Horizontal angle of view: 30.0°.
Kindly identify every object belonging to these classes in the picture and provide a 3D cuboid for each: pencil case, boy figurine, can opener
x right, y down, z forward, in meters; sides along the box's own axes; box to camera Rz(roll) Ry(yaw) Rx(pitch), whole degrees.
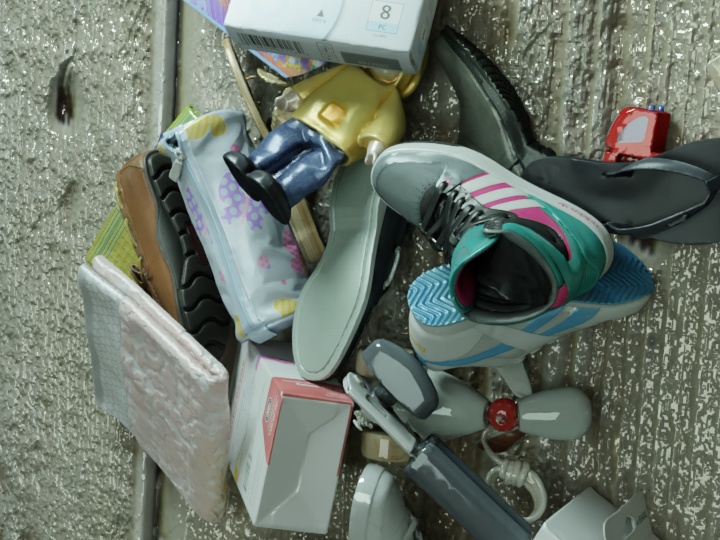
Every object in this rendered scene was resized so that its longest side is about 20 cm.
[{"bbox_3d":[-0.105,-0.039,1.166,0.082,0.091,0.202,-23,90,14],"label":"pencil case"},{"bbox_3d":[-0.012,-0.125,1.102,0.200,0.065,0.124,-42,54,-10],"label":"boy figurine"},{"bbox_3d":[0.063,0.144,1.056,0.066,0.053,0.200,-43,89,13],"label":"can opener"}]

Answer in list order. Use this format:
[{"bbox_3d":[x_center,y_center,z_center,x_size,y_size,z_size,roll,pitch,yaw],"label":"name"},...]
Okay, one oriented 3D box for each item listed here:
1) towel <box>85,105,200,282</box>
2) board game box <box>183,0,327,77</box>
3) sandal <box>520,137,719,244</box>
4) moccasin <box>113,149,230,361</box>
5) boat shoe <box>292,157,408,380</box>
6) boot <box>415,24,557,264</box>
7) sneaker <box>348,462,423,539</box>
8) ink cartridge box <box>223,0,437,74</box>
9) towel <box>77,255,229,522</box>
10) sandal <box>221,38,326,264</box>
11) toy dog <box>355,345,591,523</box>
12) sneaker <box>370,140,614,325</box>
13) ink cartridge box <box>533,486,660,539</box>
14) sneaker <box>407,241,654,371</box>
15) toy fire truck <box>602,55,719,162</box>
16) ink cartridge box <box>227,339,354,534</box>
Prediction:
[{"bbox_3d":[-0.168,-0.036,1.259,0.143,0.023,0.201,41,110,18],"label":"towel"},{"bbox_3d":[-0.073,-0.271,1.158,0.199,0.039,0.159,38,97,18],"label":"board game box"},{"bbox_3d":[0.212,-0.054,0.999,0.198,0.043,0.077,-4,95,25],"label":"sandal"},{"bbox_3d":[-0.175,-0.005,1.214,0.077,0.073,0.203,-25,87,39],"label":"moccasin"},{"bbox_3d":[0.000,0.000,1.123,0.075,0.060,0.202,11,79,41],"label":"boat shoe"},{"bbox_3d":[0.083,-0.087,1.097,0.130,0.068,0.201,-35,81,18],"label":"boot"},{"bbox_3d":[0.054,0.246,1.124,0.114,0.074,0.202,11,132,21],"label":"sneaker"},{"bbox_3d":[-0.008,-0.268,1.093,0.158,0.047,0.202,10,77,17],"label":"ink cartridge box"},{"bbox_3d":[-0.183,0.108,1.205,0.191,0.032,0.201,39,144,28],"label":"towel"},{"bbox_3d":[-0.052,-0.115,1.176,0.069,0.078,0.214,-21,80,1],"label":"sandal"},{"bbox_3d":[0.087,0.113,1.124,0.198,0.096,0.133,23,102,7],"label":"toy dog"},{"bbox_3d":[0.079,-0.023,0.994,0.198,0.121,0.084,24,122,17],"label":"sneaker"},{"bbox_3d":[0.174,0.278,1.060,0.125,0.128,0.201,36,110,18],"label":"ink cartridge box"},{"bbox_3d":[0.134,0.028,1.067,0.198,0.081,0.077,-9,50,-5],"label":"sneaker"},{"bbox_3d":[0.287,-0.113,1.010,0.198,0.049,0.143,16,101,25],"label":"toy fire truck"},{"bbox_3d":[-0.069,0.131,1.166,0.067,0.200,0.118,9,102,-17],"label":"ink cartridge box"}]
